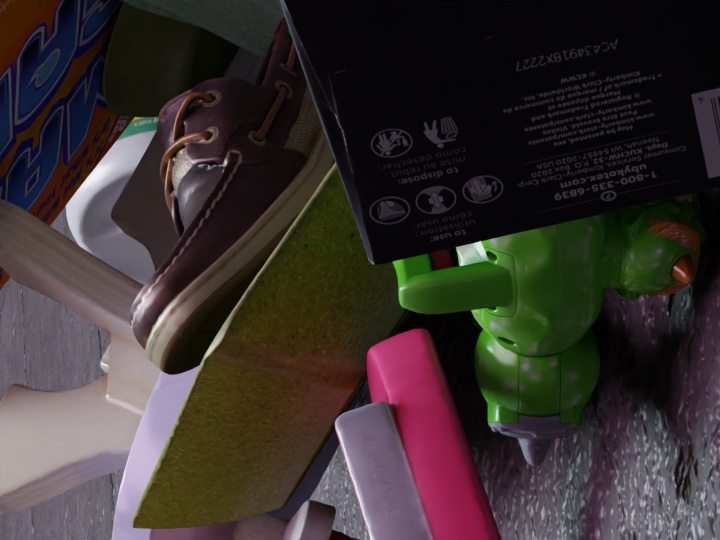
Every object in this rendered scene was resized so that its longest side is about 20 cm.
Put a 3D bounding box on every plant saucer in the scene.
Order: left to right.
[{"bbox_3d":[-0.044,-0.146,1.245,0.200,0.031,0.200,-54,-10,-13],"label":"plant saucer"},{"bbox_3d":[0.000,0.000,1.022,0.200,0.048,0.200,-56,-3,-26],"label":"plant saucer"}]

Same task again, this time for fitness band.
[{"bbox_3d":[0.037,0.112,0.869,0.144,0.037,0.200,64,-172,-59],"label":"fitness band"}]

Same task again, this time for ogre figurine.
[{"bbox_3d":[0.052,-0.026,0.879,0.120,0.098,0.200,-93,20,-52],"label":"ogre figurine"}]

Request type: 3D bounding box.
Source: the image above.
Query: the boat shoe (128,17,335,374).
[{"bbox_3d":[-0.047,-0.037,1.047,0.200,0.072,0.072,-55,-3,-47],"label":"boat shoe"}]

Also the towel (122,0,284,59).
[{"bbox_3d":[-0.011,-0.160,1.084,0.023,0.152,0.200,-57,-12,-51],"label":"towel"}]

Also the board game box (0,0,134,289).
[{"bbox_3d":[-0.220,-0.107,1.176,0.200,0.200,0.200,-56,-12,-35],"label":"board game box"}]

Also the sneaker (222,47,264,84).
[{"bbox_3d":[-0.006,-0.092,1.211,0.082,0.074,0.200,60,149,28],"label":"sneaker"}]

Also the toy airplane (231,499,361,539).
[{"bbox_3d":[-0.030,0.192,1.090,0.199,0.141,0.200,-55,-3,22],"label":"toy airplane"}]

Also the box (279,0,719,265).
[{"bbox_3d":[0.049,-0.127,0.758,0.124,0.148,0.200,71,-171,-50],"label":"box"}]

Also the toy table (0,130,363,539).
[{"bbox_3d":[-0.080,0.036,1.171,0.200,0.117,0.184,-55,-32,-24],"label":"toy table"}]

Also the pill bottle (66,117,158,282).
[{"bbox_3d":[-0.101,-0.102,1.459,0.113,0.112,0.200,113,157,-50],"label":"pill bottle"}]
